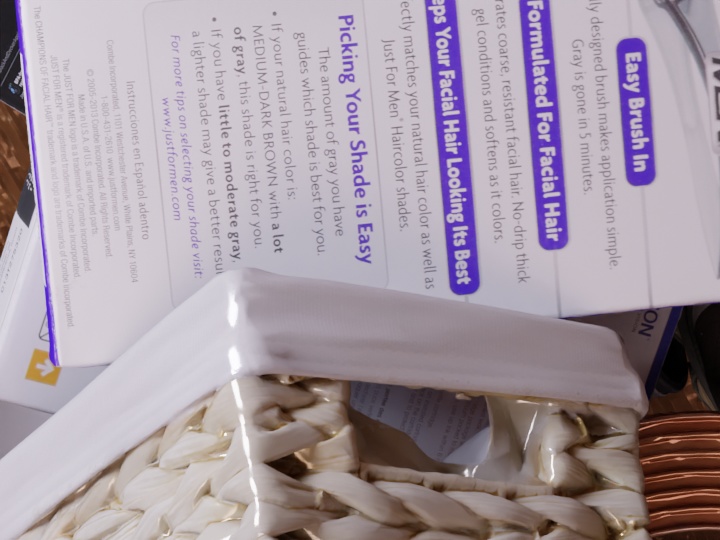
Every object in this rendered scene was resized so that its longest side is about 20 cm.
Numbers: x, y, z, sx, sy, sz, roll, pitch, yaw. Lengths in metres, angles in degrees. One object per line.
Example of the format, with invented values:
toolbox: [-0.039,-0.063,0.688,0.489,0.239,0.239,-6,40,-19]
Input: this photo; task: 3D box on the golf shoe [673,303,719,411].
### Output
golf shoe: [0.164,0.075,0.929,0.078,0.094,0.200,-38,110,5]

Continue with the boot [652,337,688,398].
boot: [0.000,0.000,0.970,0.200,0.070,0.132,33,127,-19]

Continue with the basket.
basket: [-0.023,0.102,0.801,0.136,0.123,0.200,10,148,-32]

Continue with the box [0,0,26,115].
box: [-0.149,-0.143,0.886,0.200,0.117,0.060,31,131,-5]

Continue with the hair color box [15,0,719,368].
hair color box: [0.011,-0.040,0.802,0.200,0.065,0.109,-5,98,-3]

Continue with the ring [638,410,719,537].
ring: [0.102,0.141,0.871,0.200,0.019,0.201,-1,86,8]

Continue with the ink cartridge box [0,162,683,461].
ink cartridge box: [-0.007,0.013,0.875,0.200,0.037,0.095,16,99,-18]

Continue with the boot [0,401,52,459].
boot: [-0.131,0.077,1.053,0.200,0.096,0.074,-41,73,26]
